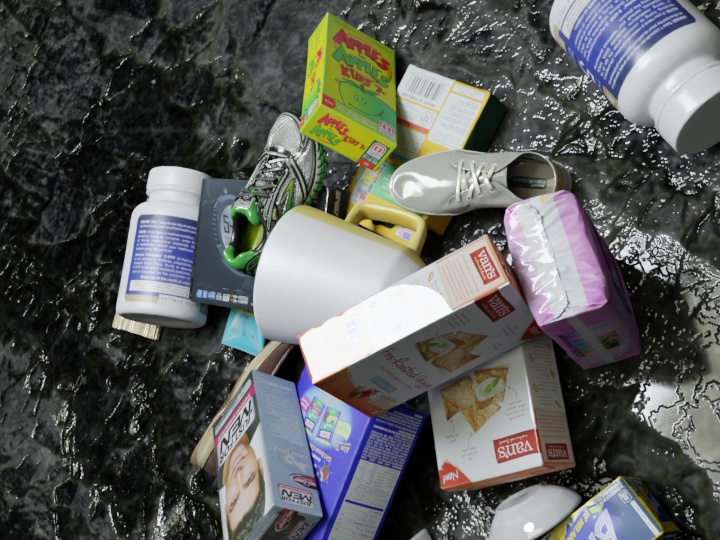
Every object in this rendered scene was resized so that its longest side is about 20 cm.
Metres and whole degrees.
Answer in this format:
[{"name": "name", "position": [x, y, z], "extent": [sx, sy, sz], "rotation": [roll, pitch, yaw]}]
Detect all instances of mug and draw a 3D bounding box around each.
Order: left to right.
[{"name": "mug", "position": [-0.004, 0.003, 0.996], "extent": [0.153, 0.149, 0.187], "rotation": [14, 80, 23]}]

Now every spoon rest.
[{"name": "spoon rest", "position": [0.137, 0.266, 0.946], "extent": [0.200, 0.099, 0.061], "rotation": [-32, 85, 38]}]

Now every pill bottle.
[{"name": "pill bottle", "position": [-0.252, -0.030, 1.261], "extent": [0.120, 0.120, 0.200], "rotation": [-1, 76, 33]}, {"name": "pill bottle", "position": [0.292, -0.216, 0.946], "extent": [0.120, 0.120, 0.200], "rotation": [-41, 57, 17]}]

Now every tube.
[{"name": "tube", "position": [-0.127, 0.007, 1.217], "extent": [0.077, 0.050, 0.200], "rotation": [15, 90, 47]}]

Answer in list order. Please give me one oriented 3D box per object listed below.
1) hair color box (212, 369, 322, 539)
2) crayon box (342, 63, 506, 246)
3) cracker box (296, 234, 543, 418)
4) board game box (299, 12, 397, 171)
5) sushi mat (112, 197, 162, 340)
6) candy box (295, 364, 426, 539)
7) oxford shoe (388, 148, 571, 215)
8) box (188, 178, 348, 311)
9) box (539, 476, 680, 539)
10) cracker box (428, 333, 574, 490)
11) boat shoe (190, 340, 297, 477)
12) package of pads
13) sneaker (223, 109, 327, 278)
[{"name": "hair color box", "position": [-0.105, 0.213, 1.019], "extent": [0.099, 0.061, 0.200], "rotation": [-55, 30, 24]}, {"name": "crayon box", "position": [0.070, -0.130, 1.119], "extent": [0.126, 0.052, 0.200], "rotation": [29, 92, 36]}, {"name": "cracker box", "position": [0.060, 0.058, 0.879], "extent": [0.200, 0.134, 0.058], "rotation": [-29, 59, 13]}, {"name": "board game box", "position": [-0.012, -0.214, 1.115], "extent": [0.048, 0.101, 0.200], "rotation": [-48, 27, 36]}, {"name": "sushi mat", "position": [-0.296, -0.006, 1.349], "extent": [0.096, 0.012, 0.200], "rotation": [9, 82, 36]}, {"name": "candy box", "position": [-0.032, 0.217, 1.035], "extent": [0.169, 0.077, 0.200], "rotation": [19, 85, 60]}, {"name": "oxford shoe", "position": [0.128, -0.098, 1.028], "extent": [0.200, 0.058, 0.075], "rotation": [1, 89, 12]}, {"name": "box", "position": [-0.116, -0.028, 1.162], "extent": [0.200, 0.044, 0.161], "rotation": [8, 91, 33]}, {"name": "box", "position": [0.201, 0.282, 0.900], "extent": [0.200, 0.070, 0.064], "rotation": [-45, 59, 15]}, {"name": "cracker box", "position": [0.134, 0.115, 0.974], "extent": [0.134, 0.058, 0.200], "rotation": [-27, 62, 42]}, {"name": "boat shoe", "position": [-0.127, 0.170, 1.162], "extent": [0.072, 0.072, 0.200], "rotation": [33, 85, 5]}, {"name": "package of pads", "position": [0.205, 0.013, 0.895], "extent": [0.076, 0.200, 0.121], "rotation": [-19, 66, 19]}, {"name": "sneaker", "position": [-0.099, -0.086, 1.078], "extent": [0.078, 0.085, 0.200], "rotation": [17, 95, 32]}]
